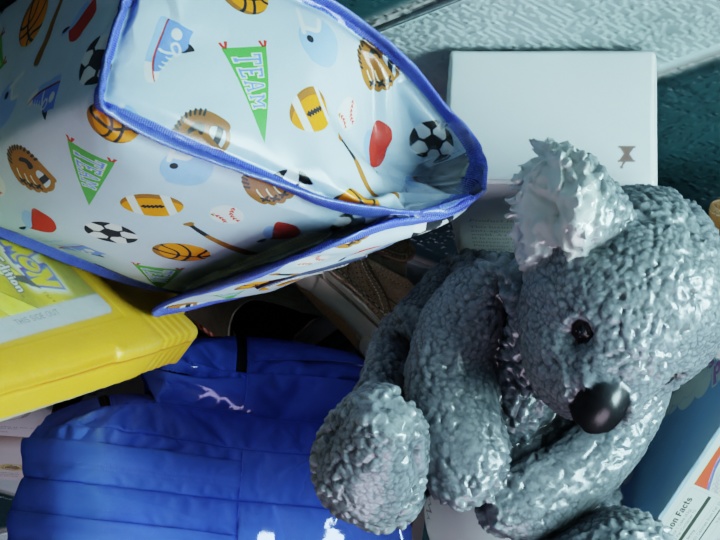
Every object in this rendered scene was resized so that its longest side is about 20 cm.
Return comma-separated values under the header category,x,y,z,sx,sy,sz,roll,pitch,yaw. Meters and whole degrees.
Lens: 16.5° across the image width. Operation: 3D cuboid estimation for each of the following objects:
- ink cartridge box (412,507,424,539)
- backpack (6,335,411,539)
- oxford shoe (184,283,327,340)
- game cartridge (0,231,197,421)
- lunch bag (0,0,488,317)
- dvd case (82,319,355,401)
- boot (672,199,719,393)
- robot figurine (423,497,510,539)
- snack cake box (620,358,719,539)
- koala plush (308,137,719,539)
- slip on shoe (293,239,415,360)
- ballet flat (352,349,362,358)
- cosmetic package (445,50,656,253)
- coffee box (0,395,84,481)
category,x,y,z,sx,sy,sz,roll,pitch,yaw
ink cartridge box,-0.058,0.167,1.535,0.125,0.129,0.200,-10,152,43
backpack,-0.082,0.118,1.285,0.199,0.168,0.163,1,171,-7
oxford shoe,-0.078,0.018,1.415,0.070,0.075,0.200,14,157,-29
game cartridge,-0.183,-0.010,1.148,0.032,0.176,0.200,-53,164,25
lunch bag,-0.065,-0.053,1.128,0.200,0.124,0.170,23,155,-29
dvd case,-0.082,0.054,1.483,0.200,0.018,0.143,-13,-167,35
boot,0.181,0.039,1.265,0.199,0.074,0.155,-8,116,-1
robot figurine,0.104,0.123,1.538,0.125,0.200,0.150,-38,103,18
snack cake box,0.207,0.091,1.213,0.115,0.067,0.200,25,111,-16
koala plush,0.101,0.030,1.141,0.177,0.184,0.200,27,136,-10
slip on shoe,0.000,0.000,1.300,0.200,0.061,0.076,50,-179,-12
ballet flat,-0.013,0.081,1.445,0.200,0.064,0.076,-26,-162,-24
cosmetic package,0.099,-0.038,1.248,0.101,0.071,0.200,1,160,7
coffee box,-0.201,0.036,1.385,0.080,0.115,0.200,9,160,-14
